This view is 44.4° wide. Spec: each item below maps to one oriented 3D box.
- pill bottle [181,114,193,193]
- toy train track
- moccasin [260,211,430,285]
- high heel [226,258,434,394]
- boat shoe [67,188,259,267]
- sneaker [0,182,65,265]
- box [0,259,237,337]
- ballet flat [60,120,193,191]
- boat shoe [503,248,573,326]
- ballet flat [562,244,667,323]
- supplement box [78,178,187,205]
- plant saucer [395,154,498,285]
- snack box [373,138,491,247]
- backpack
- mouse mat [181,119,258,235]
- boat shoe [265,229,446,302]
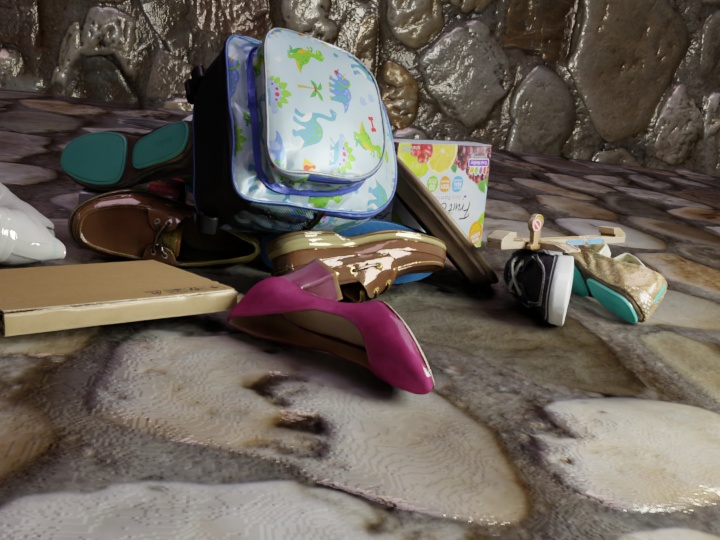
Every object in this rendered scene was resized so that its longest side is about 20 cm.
[{"bbox_3d":[-0.161,-0.136,1.148,0.109,0.113,0.198,-5,19,-42],"label":"pill bottle"},{"bbox_3d":[0.217,-0.043,0.957,0.197,0.033,0.114,-3,9,-35],"label":"toy train track"},{"bbox_3d":[-0.011,-0.034,0.981,0.195,0.082,0.068,8,15,-3],"label":"moccasin"},{"bbox_3d":[-0.026,0.059,0.692,0.095,0.068,0.199,-30,33,-19],"label":"high heel"},{"bbox_3d":[-0.201,-0.042,0.922,0.196,0.074,0.068,1,13,-25],"label":"boat shoe"},{"bbox_3d":[-0.355,-0.046,0.894,0.087,0.077,0.199,13,13,-38],"label":"sneaker"},{"bbox_3d":[-0.229,0.018,0.747,0.197,0.022,0.162,-5,13,-39],"label":"box"},{"bbox_3d":[-0.233,-0.113,0.944,0.196,0.070,0.068,0,-17,32],"label":"ballet flat"},{"bbox_3d":[0.186,0.008,0.943,0.066,0.073,0.200,9,12,5],"label":"boat shoe"},{"bbox_3d":[0.278,0.000,1.021,0.065,0.071,0.200,-36,34,-9],"label":"ballet flat"},{"bbox_3d":[-0.266,-0.075,1.049,0.106,0.062,0.200,5,13,-9],"label":"supplement box"},{"bbox_3d":[0.085,-0.056,1.017,0.201,0.029,0.200,49,4,-5],"label":"plant saucer"},{"bbox_3d":[0.093,-0.099,1.176,0.052,0.146,0.198,17,17,42],"label":"snack box"},{"bbox_3d":[-0.054,-0.128,0.870,0.197,0.187,0.146,7,-20,-39],"label":"backpack"},{"bbox_3d":[-0.154,-0.101,1.022,0.160,0.008,0.199,40,-21,-17],"label":"mouse mat"},{"bbox_3d":[0.000,0.000,0.890,0.196,0.069,0.072,-2,-13,-28],"label":"boat shoe"}]
